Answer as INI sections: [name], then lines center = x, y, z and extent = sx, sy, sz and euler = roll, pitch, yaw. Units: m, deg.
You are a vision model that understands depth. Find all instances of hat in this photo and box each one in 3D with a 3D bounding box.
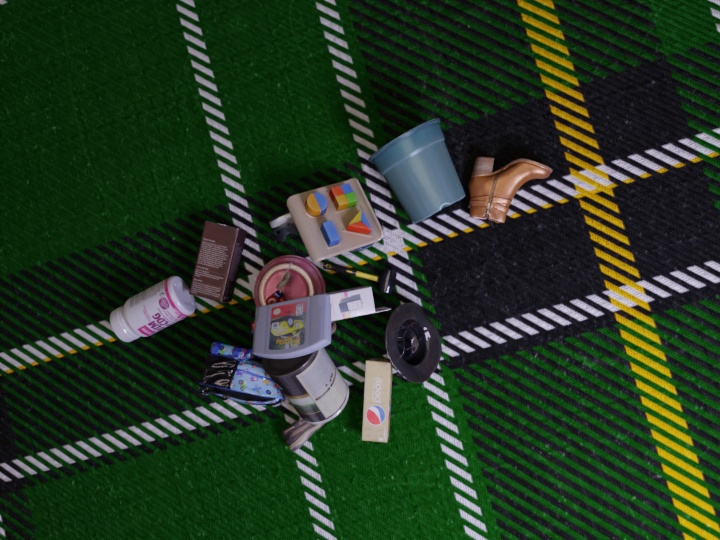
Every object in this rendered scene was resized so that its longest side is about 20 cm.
[hat]
center = 0.111, 0.185, 1.382
extent = 0.080, 0.199, 0.203
euler = -16, 85, 47

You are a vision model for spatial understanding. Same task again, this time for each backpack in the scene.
[backpack]
center = -0.281, 0.269, 1.391
extent = 0.197, 0.183, 0.136
euler = 8, 73, 10

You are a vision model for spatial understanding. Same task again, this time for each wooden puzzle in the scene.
[wooden puzzle]
center = -0.061, -0.135, 1.369
extent = 0.198, 0.046, 0.187
euler = -20, 74, -19

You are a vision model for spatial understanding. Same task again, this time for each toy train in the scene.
[toy train]
center = -0.181, 0.096, 1.388
extent = 0.115, 0.085, 0.201
euler = 32, 93, -3

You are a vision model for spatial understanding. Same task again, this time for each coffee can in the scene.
[coffee can]
center = -0.130, 0.257, 1.341
extent = 0.145, 0.147, 0.201
euler = -23, 126, 6

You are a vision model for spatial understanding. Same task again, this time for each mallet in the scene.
[mallet]
center = 0.000, 0.000, 1.438
extent = 0.198, 0.041, 0.067
euler = 22, 91, 12

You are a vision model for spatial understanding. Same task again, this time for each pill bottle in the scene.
[pill bottle]
center = -0.555, 0.106, 1.469
extent = 0.198, 0.113, 0.114
euler = -26, 85, 7

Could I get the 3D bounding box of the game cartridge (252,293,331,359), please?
[game cartridge]
center = -0.161, 0.135, 1.274
extent = 0.198, 0.041, 0.135
euler = -13, 64, 20

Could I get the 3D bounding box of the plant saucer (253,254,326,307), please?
[plant saucer]
center = -0.190, 0.059, 1.453
extent = 0.198, 0.051, 0.204
euler = 0, 88, 8

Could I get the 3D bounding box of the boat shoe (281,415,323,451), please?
[boat shoe]
center = -0.128, 0.378, 1.421
extent = 0.200, 0.074, 0.073
euler = -45, 83, 3

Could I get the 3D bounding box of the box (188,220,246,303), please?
[box]
center = -0.381, -0.023, 1.471
extent = 0.099, 0.075, 0.203
euler = 14, 92, 8

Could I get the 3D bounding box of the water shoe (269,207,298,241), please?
[water shoe]
center = -0.140, -0.140, 1.455
extent = 0.198, 0.072, 0.080
euler = -19, 115, 3

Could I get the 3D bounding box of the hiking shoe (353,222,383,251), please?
[hiking shoe]
center = -0.038, -0.081, 1.418
extent = 0.198, 0.087, 0.075
euler = -16, 86, 7

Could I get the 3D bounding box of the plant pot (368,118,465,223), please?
[plant pot]
center = 0.150, -0.234, 1.354
extent = 0.199, 0.200, 0.198
euler = -27, 92, 6

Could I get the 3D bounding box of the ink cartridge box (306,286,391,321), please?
[ink cartridge box]
center = -0.032, 0.081, 1.375
extent = 0.197, 0.117, 0.068
euler = -10, 91, -9

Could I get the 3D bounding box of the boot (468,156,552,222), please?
[boot]
center = 0.370, -0.197, 1.376
extent = 0.197, 0.074, 0.157
euler = 7, 88, 20

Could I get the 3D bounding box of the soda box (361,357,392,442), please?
[soda box]
center = 0.044, 0.328, 1.404
extent = 0.067, 0.064, 0.203
euler = 3, 89, 8

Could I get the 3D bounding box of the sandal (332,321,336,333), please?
[sandal]
center = -0.146, 0.194, 1.438
extent = 0.198, 0.081, 0.054
euler = -28, 127, 2
